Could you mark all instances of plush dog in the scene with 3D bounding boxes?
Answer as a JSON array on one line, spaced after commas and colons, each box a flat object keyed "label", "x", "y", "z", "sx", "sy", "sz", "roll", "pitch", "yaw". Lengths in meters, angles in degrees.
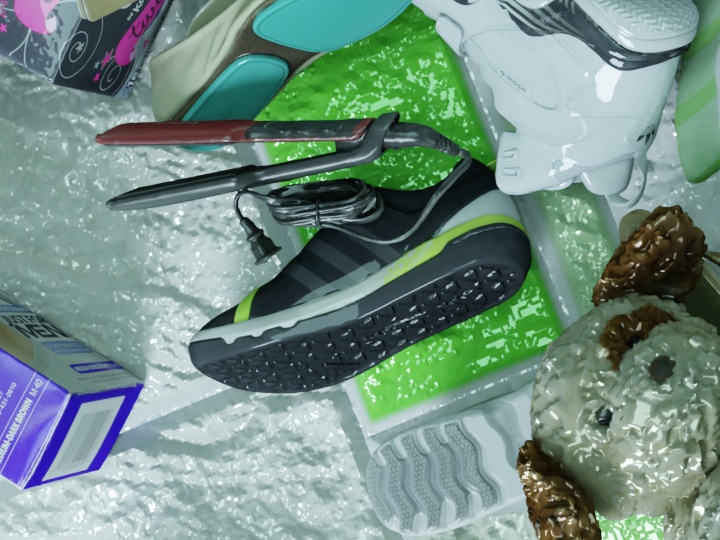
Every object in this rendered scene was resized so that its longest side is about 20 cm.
[{"label": "plush dog", "x": 0.162, "y": 0.070, "z": 1.017, "sx": 0.171, "sy": 0.161, "sz": 0.201, "roll": 19, "pitch": 68, "yaw": 16}]

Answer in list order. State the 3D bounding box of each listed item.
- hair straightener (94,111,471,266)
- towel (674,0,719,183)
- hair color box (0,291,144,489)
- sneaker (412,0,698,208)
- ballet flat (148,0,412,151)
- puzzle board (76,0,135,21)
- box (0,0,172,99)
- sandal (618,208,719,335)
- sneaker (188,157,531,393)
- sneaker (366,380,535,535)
[{"label": "hair straightener", "x": -0.039, "y": -0.042, "z": 1.146, "sx": 0.199, "sy": 0.041, "sz": 0.077, "roll": -2, "pitch": 101, "yaw": 15}, {"label": "towel", "x": 0.195, "y": -0.147, "z": 1.024, "sx": 0.031, "sy": 0.200, "sz": 0.150, "roll": 13, "pitch": 61, "yaw": -17}, {"label": "hair color box", "x": -0.228, "y": 0.037, "z": 1.198, "sx": 0.199, "sy": 0.109, "sz": 0.065, "roll": 29, "pitch": 98, "yaw": 13}, {"label": "sneaker", "x": 0.074, "y": -0.106, "z": 1.126, "sx": 0.199, "sy": 0.075, "sz": 0.115, "roll": 23, "pitch": 117, "yaw": 34}, {"label": "ballet flat", "x": -0.044, "y": -0.133, "z": 1.144, "sx": 0.200, "sy": 0.069, "sz": 0.070, "roll": -33, "pitch": 81, "yaw": 39}, {"label": "puzzle board", "x": -0.075, "y": -0.232, "z": 1.103, "sx": 0.017, "sy": 0.200, "sz": 0.151, "roll": 31, "pitch": 144, "yaw": 47}, {"label": "box", "x": -0.152, "y": -0.210, "z": 1.172, "sx": 0.132, "sy": 0.115, "sz": 0.201, "roll": 28, "pitch": 98, "yaw": 14}, {"label": "sandal", "x": 0.218, "y": 0.040, "z": 1.108, "sx": 0.070, "sy": 0.078, "sz": 0.212, "roll": -37, "pitch": 87, "yaw": -19}, {"label": "sneaker", "x": 0.000, "y": 0.000, "z": 1.168, "sx": 0.199, "sy": 0.072, "sz": 0.083, "roll": -21, "pitch": 59, "yaw": 14}, {"label": "sneaker", "x": 0.104, "y": 0.080, "z": 1.118, "sx": 0.199, "sy": 0.082, "sz": 0.075, "roll": -11, "pitch": 91, "yaw": 15}]
